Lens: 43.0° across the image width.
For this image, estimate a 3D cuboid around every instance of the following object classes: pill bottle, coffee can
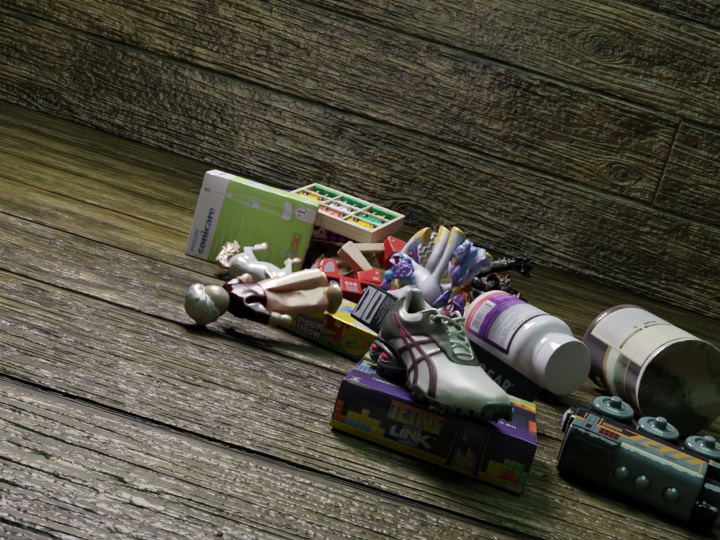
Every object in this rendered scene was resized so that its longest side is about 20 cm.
[{"bbox_3d":[0.246,0.109,1.357,0.111,0.112,0.200,12,10,-29],"label":"pill bottle"},{"bbox_3d":[0.442,0.146,1.387,0.146,0.147,0.200,15,9,-13],"label":"coffee can"}]

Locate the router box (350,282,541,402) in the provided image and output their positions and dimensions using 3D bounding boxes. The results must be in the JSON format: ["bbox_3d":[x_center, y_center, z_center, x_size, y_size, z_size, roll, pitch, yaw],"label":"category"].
[{"bbox_3d":[0.105,0.100,1.132,0.200,0.052,0.157,33,-4,-33],"label":"router box"}]

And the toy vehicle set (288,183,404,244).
[{"bbox_3d":[-0.035,-0.105,1.661,0.199,0.027,0.124,22,26,23],"label":"toy vehicle set"}]

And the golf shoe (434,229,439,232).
[{"bbox_3d":[0.211,-0.059,2.451,0.072,0.093,0.200,16,10,-13],"label":"golf shoe"}]

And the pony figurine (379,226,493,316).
[{"bbox_3d":[0.104,0.034,1.370,0.193,0.200,0.167,35,-6,48],"label":"pony figurine"}]

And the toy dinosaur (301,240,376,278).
[{"bbox_3d":[-0.050,-0.010,1.657,0.135,0.086,0.200,14,15,-9],"label":"toy dinosaur"}]

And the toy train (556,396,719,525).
[{"bbox_3d":[0.304,0.206,0.978,0.199,0.086,0.114,22,22,21],"label":"toy train"}]

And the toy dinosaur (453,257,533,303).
[{"bbox_3d":[0.210,0.031,1.533,0.135,0.103,0.200,-4,-5,34],"label":"toy dinosaur"}]

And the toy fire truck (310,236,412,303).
[{"bbox_3d":[0.000,0.000,1.521,0.199,0.049,0.142,12,50,-29],"label":"toy fire truck"}]

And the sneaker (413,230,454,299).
[{"bbox_3d":[0.122,0.014,1.616,0.069,0.201,0.099,-37,32,-22],"label":"sneaker"}]

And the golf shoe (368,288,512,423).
[{"bbox_3d":[0.079,0.084,0.902,0.077,0.089,0.200,11,12,-37],"label":"golf shoe"}]

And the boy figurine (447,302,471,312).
[{"bbox_3d":[0.186,0.089,1.524,0.199,0.065,0.124,17,1,12],"label":"boy figurine"}]

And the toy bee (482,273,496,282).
[{"bbox_3d":[0.218,0.042,1.758,0.130,0.109,0.200,18,8,17],"label":"toy bee"}]

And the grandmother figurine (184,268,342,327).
[{"bbox_3d":[-0.129,0.033,1.158,0.199,0.061,0.121,-5,20,-33],"label":"grandmother figurine"}]

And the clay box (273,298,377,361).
[{"bbox_3d":[-0.038,0.070,1.263,0.199,0.048,0.115,21,11,27],"label":"clay box"}]

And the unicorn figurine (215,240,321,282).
[{"bbox_3d":[-0.140,0.004,1.456,0.199,0.074,0.137,4,15,13],"label":"unicorn figurine"}]

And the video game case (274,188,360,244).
[{"bbox_3d":[-0.092,-0.103,1.715,0.199,0.036,0.181,7,22,-7],"label":"video game case"}]

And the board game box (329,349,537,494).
[{"bbox_3d":[0.082,0.150,0.956,0.199,0.057,0.165,18,7,7],"label":"board game box"}]

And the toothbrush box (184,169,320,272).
[{"bbox_3d":[-0.184,-0.075,1.575,0.199,0.146,0.086,16,9,-3],"label":"toothbrush box"}]
